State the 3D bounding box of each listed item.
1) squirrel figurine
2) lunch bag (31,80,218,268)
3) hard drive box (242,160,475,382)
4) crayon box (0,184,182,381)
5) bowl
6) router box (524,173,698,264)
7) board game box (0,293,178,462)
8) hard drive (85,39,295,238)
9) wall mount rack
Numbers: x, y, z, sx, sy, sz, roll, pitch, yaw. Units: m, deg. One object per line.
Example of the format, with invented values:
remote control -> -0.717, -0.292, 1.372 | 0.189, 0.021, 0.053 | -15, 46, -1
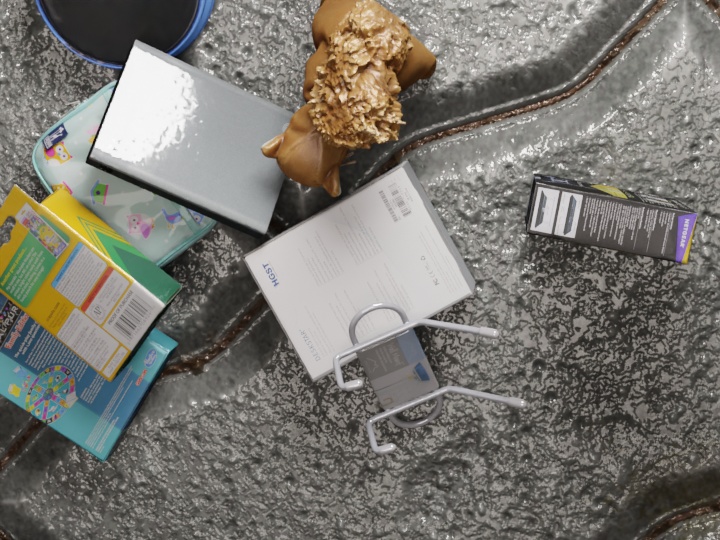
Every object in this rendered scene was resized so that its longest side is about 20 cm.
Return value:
squirrel figurine -> -0.021, -0.174, 1.525 | 0.141, 0.200, 0.187 | 34, 89, -7
lunch bag -> -0.247, -0.102, 1.626 | 0.160, 0.077, 0.201 | -34, 95, 11
hard drive box -> 0.000, 0.000, 1.615 | 0.199, 0.077, 0.157 | -28, 95, 10
crayon box -> -0.303, 0.006, 1.599 | 0.200, 0.052, 0.126 | 39, 121, -1
bowl -> -0.251, -0.307, 1.588 | 0.198, 0.039, 0.202 | 2, 114, 4
router box -> 0.246, -0.055, 1.514 | 0.156, 0.200, 0.053 | 11, 97, 5
board game box -> -0.326, 0.093, 1.684 | 0.199, 0.047, 0.152 | 33, 101, 1
hard drive -> -0.170, -0.135, 1.578 | 0.199, 0.033, 0.141 | 24, 70, -16
wall mount rack -> 0.071, 0.112, 1.581 | 0.172, 0.075, 0.201 | -22, 133, 4
